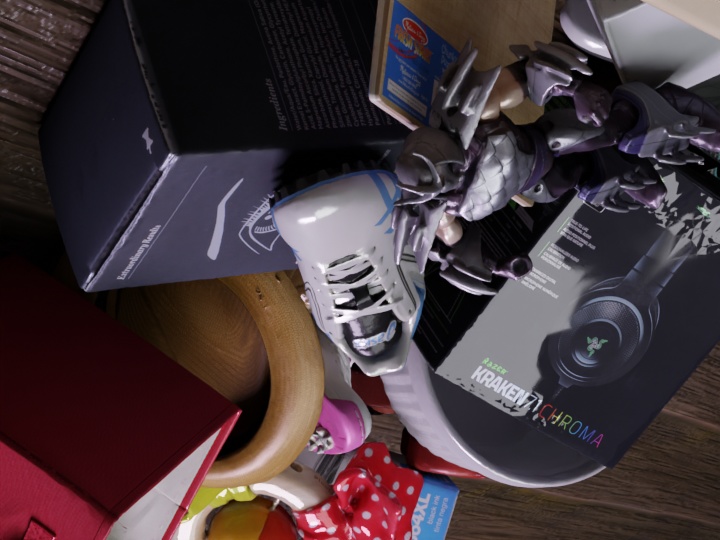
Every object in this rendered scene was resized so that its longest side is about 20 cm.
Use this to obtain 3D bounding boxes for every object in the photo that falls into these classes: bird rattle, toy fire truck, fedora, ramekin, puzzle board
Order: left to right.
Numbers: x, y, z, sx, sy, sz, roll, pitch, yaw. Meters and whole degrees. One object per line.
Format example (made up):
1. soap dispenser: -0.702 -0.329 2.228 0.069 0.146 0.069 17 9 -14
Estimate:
1. fedora: -0.104 0.040 1.221 0.200 0.201 0.082 -31 -168 27
2. bird rattle: -0.061 0.174 1.371 0.198 0.113 0.164 21 121 -18
3. toy fire truck: 0.022 0.089 1.484 0.166 0.114 0.200 9 180 -3
4. puzzle board: 0.053 -0.129 0.946 0.017 0.153 0.200 2 169 27
5. ramekin: 0.104 0.052 1.353 0.198 0.203 0.105 -9 179 -27

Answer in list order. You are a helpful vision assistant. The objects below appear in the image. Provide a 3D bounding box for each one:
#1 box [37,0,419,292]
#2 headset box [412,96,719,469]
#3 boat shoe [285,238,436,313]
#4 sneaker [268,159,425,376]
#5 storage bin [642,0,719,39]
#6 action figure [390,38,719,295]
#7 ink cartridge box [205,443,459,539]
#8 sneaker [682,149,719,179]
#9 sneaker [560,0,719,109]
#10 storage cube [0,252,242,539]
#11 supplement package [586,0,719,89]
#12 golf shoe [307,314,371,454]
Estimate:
1. box: -0.053 -0.074 1.027 0.198 0.105 0.148 -5 155 -32
2. headset box: 0.149 -0.003 1.203 0.173 0.093 0.201 30 105 -34
3. boat shoe: -0.026 -0.011 1.267 0.198 0.074 0.069 -22 -173 23
4. sneaker: 0.000 0.000 1.012 0.071 0.073 0.200 -19 157 3
5. storage bin: 0.083 -0.195 0.736 0.094 0.199 0.199 -48 149 21
6. action figure: 0.088 -0.054 0.914 0.199 0.070 0.131 -11 143 -43
7. ink cartridge box: -0.036 0.170 1.483 0.198 0.085 0.146 18 -179 -5
8. sneaker: 0.259 -0.059 1.390 0.091 0.078 0.199 -34 156 25
9. sneaker: 0.178 -0.126 1.151 0.199 0.071 0.099 -7 151 -40
10. storage cube: -0.208 0.125 1.134 0.172 0.179 0.200 -60 172 25
11. supplement package: 0.201 -0.188 0.958 0.198 0.118 0.117 -24 159 8
12. golf shoe: -0.035 0.061 1.322 0.091 0.200 0.076 -25 120 -21
